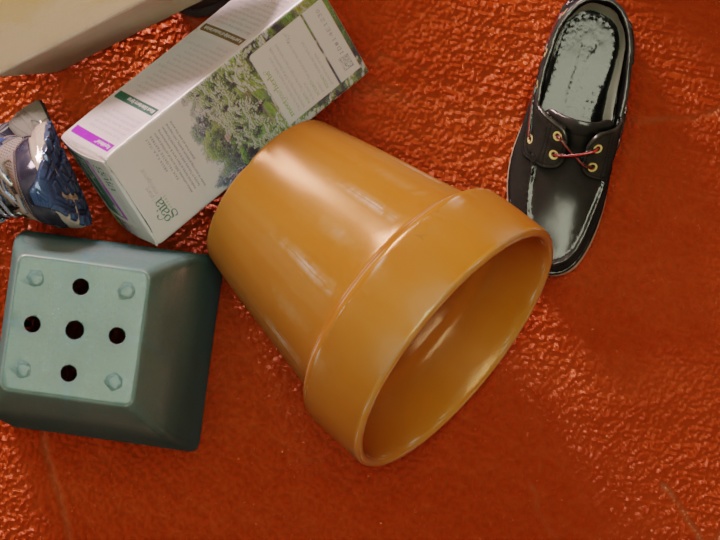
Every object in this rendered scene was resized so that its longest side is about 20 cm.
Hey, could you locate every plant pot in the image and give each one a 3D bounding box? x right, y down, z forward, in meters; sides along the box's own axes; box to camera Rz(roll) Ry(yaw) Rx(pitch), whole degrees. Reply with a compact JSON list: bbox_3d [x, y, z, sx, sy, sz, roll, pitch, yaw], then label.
[{"bbox_3d":[0.000,0.000,1.685,0.183,0.200,0.200,39,89,19],"label":"plant pot"},{"bbox_3d":[-0.181,0.046,1.674,0.140,0.200,0.142,8,87,3],"label":"plant pot"}]

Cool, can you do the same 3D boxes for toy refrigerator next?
[{"bbox_3d":[-0.172,-0.203,1.706,0.199,0.076,0.070,-21,85,32],"label":"toy refrigerator"}]

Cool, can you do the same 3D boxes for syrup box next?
[{"bbox_3d":[-0.101,-0.116,1.707,0.200,0.081,0.079,-40,121,-13],"label":"syrup box"}]

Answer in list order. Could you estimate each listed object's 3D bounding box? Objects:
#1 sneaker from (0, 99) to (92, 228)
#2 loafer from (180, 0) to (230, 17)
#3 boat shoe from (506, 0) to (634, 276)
[{"bbox_3d":[-0.238,-0.058,1.685,0.085,0.200,0.077,-24,104,-6],"label":"sneaker"},{"bbox_3d":[-0.062,-0.259,1.752,0.073,0.071,0.200,44,89,4],"label":"loafer"},{"bbox_3d":[0.148,-0.097,1.740,0.073,0.063,0.203,12,88,1],"label":"boat shoe"}]
